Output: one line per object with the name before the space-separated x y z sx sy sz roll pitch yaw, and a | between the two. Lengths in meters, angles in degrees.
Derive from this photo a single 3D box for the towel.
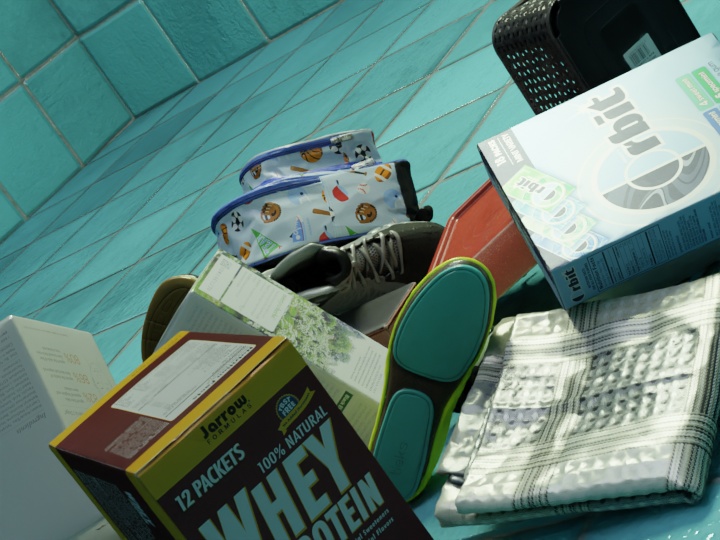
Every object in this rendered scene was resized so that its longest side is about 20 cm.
towel | 0.147 0.082 1.046 0.199 0.035 0.193 -14 38 35

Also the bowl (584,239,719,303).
bowl | 0.241 -0.049 1.263 0.199 0.075 0.200 -31 15 14

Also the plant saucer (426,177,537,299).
plant saucer | 0.119 -0.041 1.312 0.200 0.037 0.200 -44 13 33

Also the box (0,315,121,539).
box | -0.273 0.158 1.405 0.106 0.201 0.152 -32 -17 11

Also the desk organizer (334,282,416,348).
desk organizer | -0.020 0.091 1.385 0.199 0.077 0.072 -24 18 35

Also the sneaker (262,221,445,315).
sneaker | 0.000 0.000 1.387 0.199 0.075 0.116 -20 -8 -13

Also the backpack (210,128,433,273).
backpack | -0.049 -0.045 1.537 0.190 0.155 0.200 -18 -15 -20

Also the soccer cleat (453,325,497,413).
soccer cleat | 0.113 0.080 1.174 0.199 0.068 0.081 -17 27 42

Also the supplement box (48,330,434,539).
supplement box | -0.081 0.160 1.090 0.133 0.198 0.200 -41 16 -21

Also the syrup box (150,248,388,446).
syrup box | -0.055 0.077 1.263 0.082 0.199 0.079 -57 3 30

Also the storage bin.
storage bin | 0.230 -0.176 1.416 0.135 0.200 0.094 -42 18 -23

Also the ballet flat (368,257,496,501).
ballet flat | 0.049 0.076 1.171 0.067 0.067 0.201 -49 -21 -72

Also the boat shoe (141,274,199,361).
boat shoe | -0.155 0.093 1.449 0.073 0.201 0.065 10 23 15

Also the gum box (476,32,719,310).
gum box | 0.205 -0.076 1.154 0.199 0.045 0.170 -25 40 1
